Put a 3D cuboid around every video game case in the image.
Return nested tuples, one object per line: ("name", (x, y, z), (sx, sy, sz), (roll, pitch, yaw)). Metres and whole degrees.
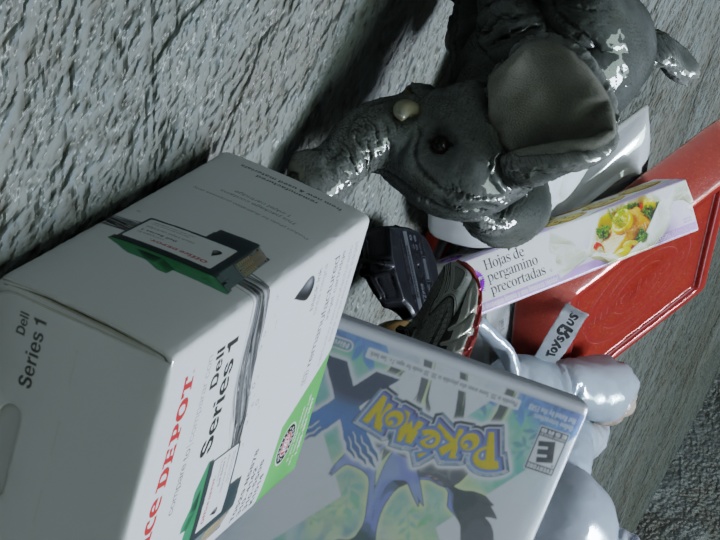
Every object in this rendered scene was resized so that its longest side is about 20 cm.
("video game case", (0.002, 0.123, 1.161), (0.183, 0.200, 0.022), (-68, -162, 8))

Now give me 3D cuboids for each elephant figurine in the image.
("elephant figurine", (0.071, -0.077, 1.138), (0.142, 0.155, 0.200), (57, 46, -51))

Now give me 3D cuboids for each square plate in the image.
("square plate", (0.139, -0.006, 1.542), (0.198, 0.028, 0.200), (-39, 155, -14))

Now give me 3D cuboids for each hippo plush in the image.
("hippo plush", (0.146, 0.144, 1.513), (0.159, 0.161, 0.200), (-7, 147, -24))

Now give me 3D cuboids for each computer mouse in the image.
("computer mouse", (0.000, 0.000, 1.243), (0.200, 0.034, 0.059), (10, 68, -69))

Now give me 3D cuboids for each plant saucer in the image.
("plant saucer", (0.196, 0.006, 1.573), (0.200, 0.037, 0.200), (-36, 155, -19))

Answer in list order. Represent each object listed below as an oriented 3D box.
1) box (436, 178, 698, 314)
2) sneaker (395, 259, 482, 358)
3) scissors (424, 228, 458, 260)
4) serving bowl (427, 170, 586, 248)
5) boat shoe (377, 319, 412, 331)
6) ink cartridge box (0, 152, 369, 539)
("box", (0.137, -0.016, 1.441), (0.200, 0.041, 0.039), (-20, 99, -25))
("sneaker", (-0.003, 0.072, 1.206), (0.200, 0.082, 0.078), (-51, 178, -6))
("scissors", (0.083, -0.072, 1.457), (0.200, 0.014, 0.073), (-62, 163, -6))
("serving bowl", (0.120, -0.096, 1.372), (0.200, 0.066, 0.200), (-56, 165, -23))
("boat shoe", (-0.024, 0.117, 1.279), (0.200, 0.071, 0.069), (-52, -166, -9))
("ink cartridge box", (-0.087, 0.050, 0.922), (0.200, 0.084, 0.146), (-39, 149, -61))
